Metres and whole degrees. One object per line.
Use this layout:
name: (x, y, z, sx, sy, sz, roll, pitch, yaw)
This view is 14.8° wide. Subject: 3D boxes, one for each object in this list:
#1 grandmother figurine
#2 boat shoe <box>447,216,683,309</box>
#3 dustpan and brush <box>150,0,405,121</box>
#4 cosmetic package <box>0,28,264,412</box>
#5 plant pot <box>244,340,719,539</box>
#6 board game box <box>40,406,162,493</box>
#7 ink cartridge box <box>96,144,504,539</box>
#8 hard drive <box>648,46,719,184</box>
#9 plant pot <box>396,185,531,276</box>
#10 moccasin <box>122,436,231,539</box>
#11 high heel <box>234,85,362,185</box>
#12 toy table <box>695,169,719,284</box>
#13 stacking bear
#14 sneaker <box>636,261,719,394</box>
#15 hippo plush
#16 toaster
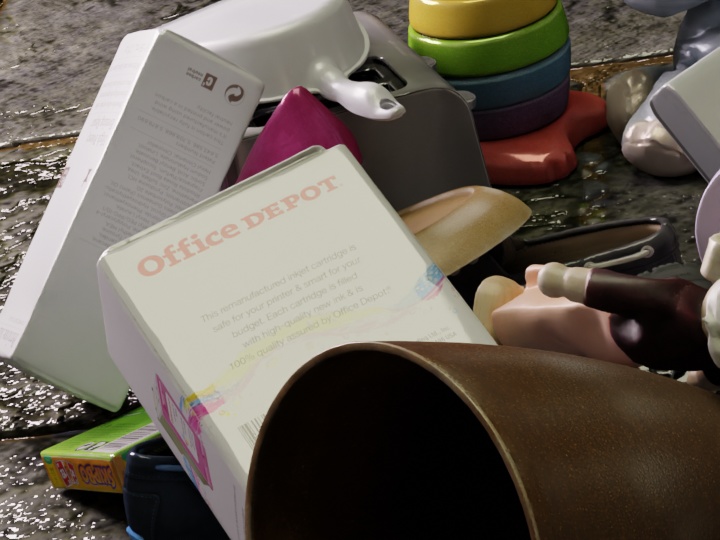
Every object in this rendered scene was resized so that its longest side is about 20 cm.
grandmother figurine: (0.133, 0.023, 1.292, 0.121, 0.061, 0.200, 18, -13, -35)
boat shoe: (0.085, 0.005, 1.562, 0.199, 0.061, 0.074, -3, 26, 18)
dustpan and brush: (-0.035, -0.123, 1.632, 0.139, 0.058, 0.200, -25, 20, -26)
cosmetic package: (-0.133, -0.029, 1.546, 0.074, 0.201, 0.102, 27, -7, -15)
plant pot: (0.084, 0.110, 1.210, 0.199, 0.188, 0.186, -9, 17, -41)
board game box: (-0.066, 0.070, 1.498, 0.199, 0.030, 0.095, -27, 11, -28)
ink cartridge box: (-0.021, 0.053, 1.349, 0.144, 0.085, 0.200, -26, 58, -17)
hard drive: (0.269, -0.091, 1.634, 0.200, 0.132, 0.026, -34, -7, -42)
plant pot: (0.000, 0.000, 1.540, 0.199, 0.028, 0.200, -27, 7, 4)
moccasin: (-0.028, 0.086, 1.419, 0.199, 0.069, 0.080, -25, 27, -29)
high heel: (-0.070, -0.035, 1.542, 0.067, 0.096, 0.200, -32, 9, -38)
toy table: (0.257, 0.011, 1.356, 0.199, 0.185, 0.117, 8, 16, 11)
stacking bear: (0.083, -0.170, 1.784, 0.113, 0.201, 0.121, 1, 26, 24)
sneaker: (0.125, 0.057, 1.421, 0.199, 0.076, 0.091, -23, 34, -20)
hippo plush: (0.241, -0.159, 1.741, 0.199, 0.162, 0.159, -20, 25, -20)
toaster: (-0.032, -0.068, 1.707, 0.199, 0.119, 0.181, -15, 23, -10)
